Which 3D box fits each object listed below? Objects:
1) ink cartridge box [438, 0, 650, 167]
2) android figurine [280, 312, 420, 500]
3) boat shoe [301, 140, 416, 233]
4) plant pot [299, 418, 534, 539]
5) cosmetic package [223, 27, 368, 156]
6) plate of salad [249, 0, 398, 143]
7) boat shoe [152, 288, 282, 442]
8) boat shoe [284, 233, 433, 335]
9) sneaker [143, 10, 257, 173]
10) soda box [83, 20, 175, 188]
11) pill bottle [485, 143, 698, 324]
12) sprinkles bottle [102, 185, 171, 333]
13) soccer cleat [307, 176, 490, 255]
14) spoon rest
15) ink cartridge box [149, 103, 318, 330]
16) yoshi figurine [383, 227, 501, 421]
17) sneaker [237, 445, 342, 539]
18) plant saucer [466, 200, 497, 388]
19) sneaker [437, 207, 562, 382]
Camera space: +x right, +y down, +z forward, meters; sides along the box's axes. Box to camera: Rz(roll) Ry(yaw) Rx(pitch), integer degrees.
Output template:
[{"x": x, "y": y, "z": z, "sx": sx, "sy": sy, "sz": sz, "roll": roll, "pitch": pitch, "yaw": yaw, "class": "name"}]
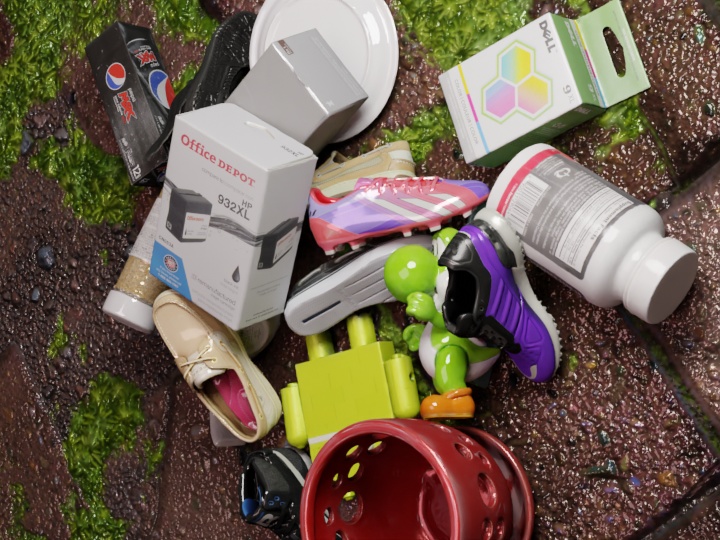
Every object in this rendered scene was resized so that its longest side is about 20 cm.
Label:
[{"x": 0.186, "y": -0.194, "z": 1.548, "sx": 0.199, "sy": 0.059, "sz": 0.104, "roll": -26, "pitch": 74, "yaw": 32, "class": "ink cartridge box"}, {"x": -0.010, "y": 0.154, "z": 1.684, "sx": 0.181, "sy": 0.041, "sz": 0.202, "roll": -15, "pitch": 78, "yaw": 33, "class": "android figurine"}, {"x": -0.025, "y": -0.097, "z": 1.696, "sx": 0.199, "sy": 0.072, "sz": 0.077, "roll": -13, "pitch": 68, "yaw": 24, "class": "boat shoe"}, {"x": 0.064, "y": 0.249, "z": 1.540, "sx": 0.199, "sy": 0.182, "sz": 0.202, "roll": -1, "pitch": 88, "yaw": 34, "class": "plant pot"}, {"x": -0.094, "y": -0.165, "z": 1.681, "sx": 0.107, "sy": 0.090, "sz": 0.200, "roll": 53, "pitch": 129, "yaw": 6, "class": "cosmetic package"}, {"x": -0.039, "y": -0.246, "z": 1.715, "sx": 0.199, "sy": 0.048, "sz": 0.202, "roll": 3, "pitch": 97, "yaw": 29, "class": "plate of salad"}, {"x": -0.165, "y": 0.109, "z": 1.688, "sx": 0.074, "sy": 0.069, "sz": 0.200, "roll": -38, "pitch": 98, "yaw": 22, "class": "boat shoe"}, {"x": 0.000, "y": 0.000, "z": 1.662, "sx": 0.199, "sy": 0.072, "sz": 0.071, "roll": -24, "pitch": 40, "yaw": 16, "class": "boat shoe"}, {"x": -0.185, "y": -0.214, "z": 1.787, "sx": 0.104, "sy": 0.060, "sz": 0.201, "roll": -24, "pitch": 38, "yaw": 58, "class": "sneaker"}, {"x": -0.272, "y": -0.206, "z": 1.868, "sx": 0.071, "sy": 0.063, "sz": 0.201, "roll": -31, "pitch": 72, "yaw": 29, "class": "soda box"}, {"x": 0.229, "y": -0.033, "z": 1.480, "sx": 0.200, "sy": 0.110, "sz": 0.111, "roll": 36, "pitch": 108, "yaw": 31, "class": "pill bottle"}, {"x": -0.237, "y": -0.027, "z": 1.796, "sx": 0.068, "sy": 0.068, "sz": 0.201, "roll": 18, "pitch": 79, "yaw": 34, "class": "sprinkles bottle"}, {"x": 0.038, "y": -0.073, "z": 1.597, "sx": 0.199, "sy": 0.067, "sz": 0.077, "roll": -15, "pitch": 96, "yaw": 18, "class": "soccer cleat"}, {"x": -0.149, "y": 0.105, "z": 1.761, "sx": 0.061, "sy": 0.099, "sz": 0.201, "roll": 41, "pitch": 124, "yaw": 55, "class": "spoon rest"}, {"x": -0.142, "y": -0.060, "z": 1.641, "sx": 0.145, "sy": 0.083, "sz": 0.201, "roll": 32, "pitch": 123, "yaw": 29, "class": "ink cartridge box"}, {"x": 0.070, "y": 0.056, "z": 1.573, "sx": 0.112, "sy": 0.112, "sz": 0.202, "roll": -8, "pitch": 80, "yaw": 41, "class": "yoshi figurine"}, {"x": -0.078, "y": 0.294, "z": 1.681, "sx": 0.073, "sy": 0.112, "sz": 0.201, "roll": -40, "pitch": 67, "yaw": 28, "class": "sneaker"}, {"x": 0.126, "y": 0.021, "z": 1.607, "sx": 0.070, "sy": 0.019, "sz": 0.201, "roll": 17, "pitch": 99, "yaw": 35, "class": "plant saucer"}, {"x": 0.129, "y": 0.044, "z": 1.508, "sx": 0.069, "sy": 0.099, "sz": 0.201, "roll": 14, "pitch": 137, "yaw": 53, "class": "sneaker"}]
